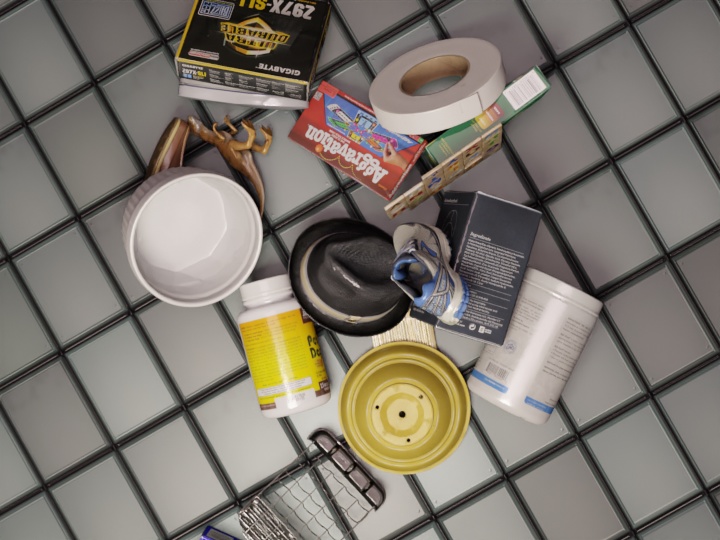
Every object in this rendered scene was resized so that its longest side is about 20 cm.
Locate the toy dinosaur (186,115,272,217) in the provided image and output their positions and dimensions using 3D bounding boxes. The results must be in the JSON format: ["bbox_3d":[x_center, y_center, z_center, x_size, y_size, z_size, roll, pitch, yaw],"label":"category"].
[{"bbox_3d":[-0.177,-0.170,1.785,0.200,0.060,0.106,49,116,7],"label":"toy dinosaur"}]

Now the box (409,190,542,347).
[{"bbox_3d":[0.163,-0.006,1.704,0.107,0.148,0.201,16,91,-13],"label":"box"}]

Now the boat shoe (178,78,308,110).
[{"bbox_3d":[-0.174,-0.279,1.767,0.199,0.074,0.066,7,94,2],"label":"boat shoe"}]

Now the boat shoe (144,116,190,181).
[{"bbox_3d":[-0.290,-0.130,1.779,0.067,0.072,0.201,17,94,-19],"label":"boat shoe"}]

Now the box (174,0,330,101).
[{"bbox_3d":[-0.156,-0.341,1.745,0.199,0.049,0.160,12,59,3],"label":"box"}]

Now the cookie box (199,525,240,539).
[{"bbox_3d":[-0.197,0.513,1.764,0.171,0.075,0.200,24,90,2],"label":"cookie box"}]

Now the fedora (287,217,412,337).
[{"bbox_3d":[0.000,0.000,1.715,0.200,0.092,0.201,6,73,-21],"label":"fedora"}]

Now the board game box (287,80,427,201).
[{"bbox_3d":[-0.007,-0.193,1.747,0.200,0.019,0.103,33,92,26],"label":"board game box"}]

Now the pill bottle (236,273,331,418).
[{"bbox_3d":[-0.117,0.110,1.745,0.109,0.109,0.201,-15,90,3],"label":"pill bottle"}]

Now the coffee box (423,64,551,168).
[{"bbox_3d":[0.183,-0.218,1.726,0.200,0.123,0.044,-37,90,4],"label":"coffee box"}]

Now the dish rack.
[{"bbox_3d":[-0.075,0.351,1.750,0.200,0.055,0.153,-43,87,-11],"label":"dish rack"}]

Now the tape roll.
[{"bbox_3d":[0.111,-0.267,1.700,0.202,0.203,0.037,-21,126,3],"label":"tape roll"}]

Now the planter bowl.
[{"bbox_3d":[0.062,0.207,1.737,0.200,0.083,0.201,0,90,4],"label":"planter bowl"}]

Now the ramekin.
[{"bbox_3d":[-0.252,-0.057,1.721,0.200,0.105,0.201,-9,111,-23],"label":"ramekin"}]

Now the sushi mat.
[{"bbox_3d":[0.074,0.155,1.784,0.095,0.012,0.201,-10,90,3],"label":"sushi mat"}]

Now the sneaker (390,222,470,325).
[{"bbox_3d":[0.080,-0.011,1.618,0.085,0.200,0.077,17,115,-31],"label":"sneaker"}]

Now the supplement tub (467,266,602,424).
[{"bbox_3d":[0.253,0.110,1.717,0.132,0.132,0.200,27,91,2],"label":"supplement tub"}]

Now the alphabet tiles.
[{"bbox_3d":[0.121,-0.138,1.706,0.200,0.167,0.008,-35,82,2],"label":"alphabet tiles"}]
